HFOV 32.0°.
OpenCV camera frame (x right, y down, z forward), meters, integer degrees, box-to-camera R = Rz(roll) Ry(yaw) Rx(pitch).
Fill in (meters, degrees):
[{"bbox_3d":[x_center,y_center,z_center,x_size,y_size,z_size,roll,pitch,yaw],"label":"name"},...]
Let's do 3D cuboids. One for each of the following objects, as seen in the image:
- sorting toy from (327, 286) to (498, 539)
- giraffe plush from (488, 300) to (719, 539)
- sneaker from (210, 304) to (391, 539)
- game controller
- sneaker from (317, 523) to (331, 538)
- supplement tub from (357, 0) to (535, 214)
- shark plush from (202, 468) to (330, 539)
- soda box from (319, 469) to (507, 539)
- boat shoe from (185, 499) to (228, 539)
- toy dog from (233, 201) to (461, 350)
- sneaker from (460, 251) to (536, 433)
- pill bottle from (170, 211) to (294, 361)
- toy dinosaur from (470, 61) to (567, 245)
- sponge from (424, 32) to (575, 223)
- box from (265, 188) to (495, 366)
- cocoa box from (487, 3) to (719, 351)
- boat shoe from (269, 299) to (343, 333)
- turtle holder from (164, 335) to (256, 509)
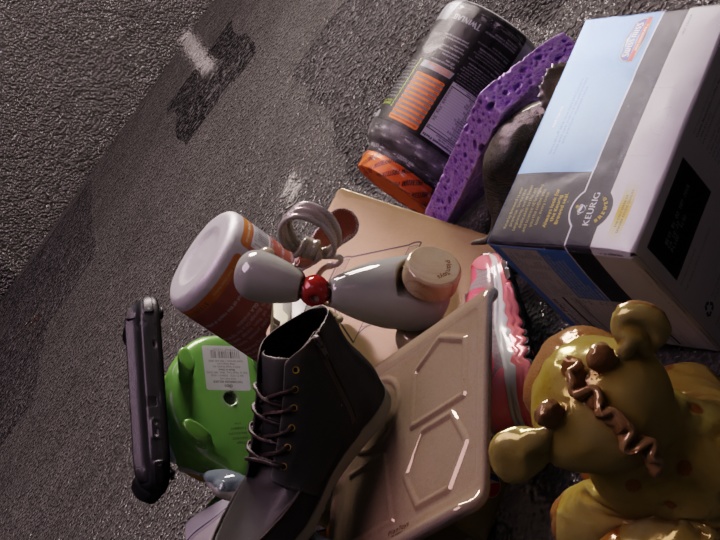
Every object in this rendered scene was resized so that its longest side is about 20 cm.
[{"bbox_3d":[0.041,0.129,0.943,0.185,0.036,0.202,-38,30,41],"label":"sorting toy"},{"bbox_3d":[0.158,0.100,0.750,0.174,0.161,0.199,-61,23,-15],"label":"giraffe plush"},{"bbox_3d":[-0.065,0.125,0.914,0.074,0.107,0.201,5,49,44],"label":"sneaker"},{"bbox_3d":[-0.217,0.132,1.276,0.105,0.041,0.203,119,147,-65],"label":"game controller"},{"bbox_3d":[-0.043,0.259,1.048,0.199,0.077,0.079,-38,30,38],"label":"sneaker"},{"bbox_3d":[0.089,-0.165,1.298,0.201,0.122,0.122,-57,23,-4],"label":"supplement tub"},{"bbox_3d":[-0.061,0.178,0.983,0.083,0.091,0.200,-38,6,-10],"label":"shark plush"},{"bbox_3d":[0.031,0.180,1.024,0.199,0.064,0.068,-18,42,56],"label":"soda box"},{"bbox_3d":[-0.102,0.242,1.201,0.199,0.072,0.066,-35,44,31],"label":"boat shoe"},{"bbox_3d":[0.000,0.000,1.084,0.132,0.198,0.097,-53,16,35],"label":"toy dog"},{"bbox_3d":[0.095,0.055,1.013,0.086,0.074,0.201,-17,34,10],"label":"sneaker"},{"bbox_3d":[-0.084,0.039,1.265,0.112,0.199,0.113,-43,25,25],"label":"pill bottle"},{"bbox_3d":[0.151,-0.104,1.051,0.199,0.102,0.078,-39,27,32],"label":"toy dinosaur"},{"bbox_3d":[0.125,-0.121,1.138,0.111,0.030,0.201,-39,-14,-28],"label":"sponge"},{"bbox_3d":[0.027,0.022,1.163,0.198,0.021,0.165,19,74,30],"label":"box"},{"bbox_3d":[0.205,-0.066,0.890,0.130,0.133,0.202,5,63,48],"label":"cocoa box"},{"bbox_3d":[-0.042,0.086,1.069,0.201,0.067,0.076,-96,12,-56],"label":"boat shoe"},{"bbox_3d":[-0.141,0.168,1.323,0.140,0.187,0.132,-29,-11,-36],"label":"turtle holder"}]
